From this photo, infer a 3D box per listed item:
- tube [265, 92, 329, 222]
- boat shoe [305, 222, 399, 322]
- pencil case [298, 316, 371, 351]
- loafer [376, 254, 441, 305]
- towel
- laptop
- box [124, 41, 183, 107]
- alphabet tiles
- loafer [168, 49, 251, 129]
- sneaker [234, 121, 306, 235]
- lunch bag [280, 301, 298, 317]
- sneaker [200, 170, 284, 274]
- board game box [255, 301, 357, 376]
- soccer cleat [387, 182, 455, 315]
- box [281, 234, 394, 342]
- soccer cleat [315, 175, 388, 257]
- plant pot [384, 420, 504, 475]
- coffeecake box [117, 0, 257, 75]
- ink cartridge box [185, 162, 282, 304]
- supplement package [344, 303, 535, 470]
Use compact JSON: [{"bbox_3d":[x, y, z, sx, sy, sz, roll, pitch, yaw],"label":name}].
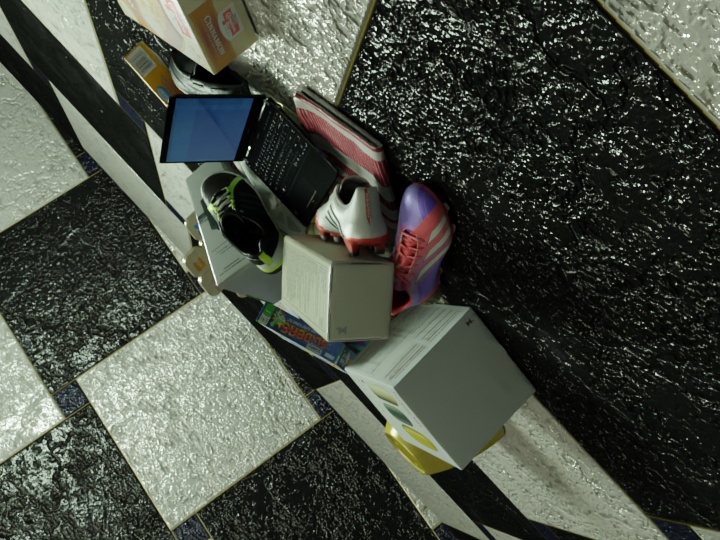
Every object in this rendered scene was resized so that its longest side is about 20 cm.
[{"bbox_3d":[-0.082,-0.146,1.107,0.057,0.052,0.201,1,144,11],"label":"tube"},{"bbox_3d":[0.001,-0.002,1.224,0.063,0.073,0.201,-25,105,43],"label":"boat shoe"},{"bbox_3d":[0.003,0.085,1.297,0.199,0.086,0.092,33,168,-23],"label":"pencil case"},{"bbox_3d":[0.028,0.021,1.124,0.199,0.076,0.070,7,149,46],"label":"loafer"},{"bbox_3d":[-0.012,-0.122,1.014,0.144,0.023,0.200,39,164,27],"label":"towel"},{"bbox_3d":[-0.147,-0.134,1.058,0.200,0.103,0.177,47,155,2],"label":"laptop"},{"bbox_3d":[-0.278,-0.268,1.270,0.119,0.041,0.200,48,-179,4],"label":"box"},{"bbox_3d":[-0.212,-0.056,1.416,0.015,0.200,0.196,23,154,45],"label":"alphabet tiles"},{"bbox_3d":[-0.201,-0.262,1.117,0.200,0.068,0.071,43,145,38],"label":"loafer"},{"bbox_3d":[-0.124,-0.131,1.194,0.201,0.075,0.115,55,166,-9],"label":"sneaker"},{"bbox_3d":[-0.089,0.016,1.418,0.169,0.127,0.200,40,174,33],"label":"lunch bag"},{"bbox_3d":[-0.166,-0.078,1.147,0.200,0.072,0.083,46,-173,28],"label":"sneaker"},{"bbox_3d":[-0.076,0.109,1.286,0.135,0.035,0.200,27,172,13],"label":"board game box"},{"bbox_3d":[0.060,-0.019,0.945,0.067,0.076,0.201,41,157,22],"label":"soccer cleat"},{"bbox_3d":[-0.033,0.016,1.008,0.200,0.077,0.096,-148,60,-66],"label":"box"},{"bbox_3d":[-0.012,-0.073,0.997,0.200,0.068,0.086,-138,45,-72],"label":"soccer cleat"},{"bbox_3d":[0.125,0.262,1.415,0.200,0.142,0.200,43,166,13],"label":"plant pot"},{"bbox_3d":[-0.225,-0.337,0.946,0.200,0.073,0.154,37,162,32],"label":"coffeecake box"},{"bbox_3d":[-0.175,-0.064,1.283,0.146,0.083,0.201,23,-140,-56],"label":"ink cartridge box"},{"bbox_3d":[0.104,0.151,1.152,0.152,0.151,0.200,50,165,-13],"label":"supplement package"}]
